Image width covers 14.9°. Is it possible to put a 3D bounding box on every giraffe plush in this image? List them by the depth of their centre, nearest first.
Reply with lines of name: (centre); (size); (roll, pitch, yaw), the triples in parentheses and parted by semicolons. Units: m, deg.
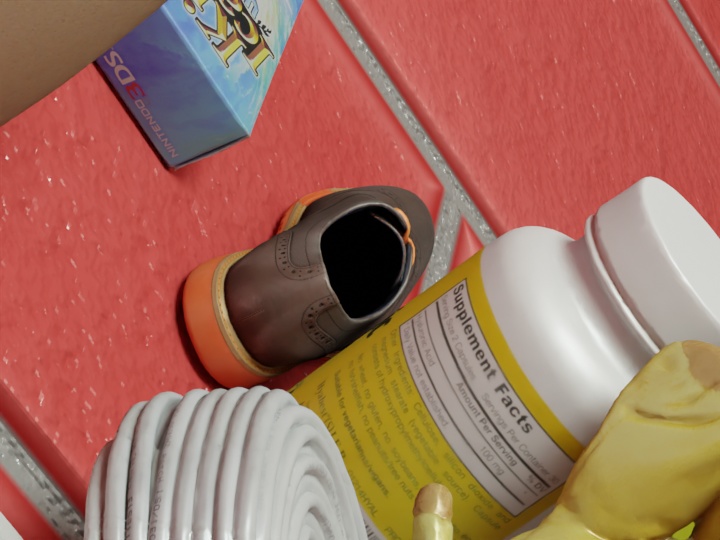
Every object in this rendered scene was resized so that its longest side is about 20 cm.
giraffe plush: (0.119, 0.149, 1.011); (0.162, 0.199, 0.173); (55, 14, -51)

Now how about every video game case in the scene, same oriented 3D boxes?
video game case: (-0.092, -0.174, 1.152); (0.200, 0.045, 0.182); (56, 30, -26)

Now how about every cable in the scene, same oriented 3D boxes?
cable: (-0.041, 0.140, 0.919); (0.201, 0.069, 0.201); (-83, 165, -49)

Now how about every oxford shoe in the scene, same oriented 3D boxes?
oxford shoe: (0.000, 0.000, 1.172); (0.071, 0.072, 0.200); (66, 26, -6)

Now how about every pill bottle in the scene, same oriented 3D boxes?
pill bottle: (0.057, 0.053, 1.082); (0.111, 0.200, 0.111); (45, 22, -24)

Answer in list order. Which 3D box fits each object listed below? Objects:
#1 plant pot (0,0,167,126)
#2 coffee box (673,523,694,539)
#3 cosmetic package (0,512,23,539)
plant pot: (-0.110, -0.149, 0.926); (0.187, 0.199, 0.188); (41, 38, -44)
coffee box: (0.141, 0.141, 1.202); (0.200, 0.197, 0.201); (13, 62, -57)
cosmetic package: (-0.155, 0.087, 0.841); (0.200, 0.050, 0.083); (55, 29, -27)
